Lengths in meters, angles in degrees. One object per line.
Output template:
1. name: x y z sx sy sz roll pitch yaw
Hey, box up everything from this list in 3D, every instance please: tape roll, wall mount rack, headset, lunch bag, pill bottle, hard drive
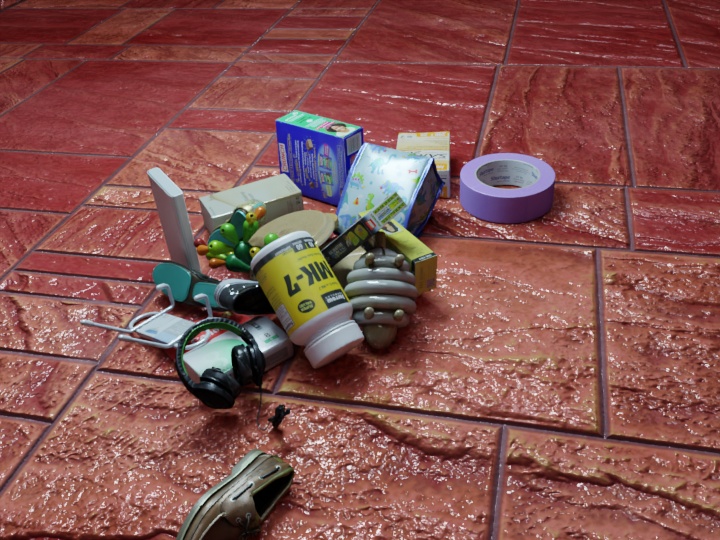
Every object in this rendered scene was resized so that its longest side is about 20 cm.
1. tape roll: 0.314 -0.180 1.556 0.199 0.066 0.200 -4 34 2
2. wall mount rack: -0.354 0.088 1.216 0.199 0.075 0.174 11 32 40
3. headset: -0.186 0.154 1.074 0.200 0.094 0.123 47 60 8
4. lunch bag: 0.054 -0.140 1.482 0.169 0.128 0.201 16 69 27
5. pill bottle: -0.083 0.048 1.166 0.114 0.114 0.200 -25 77 -27
6. hard drive: -0.349 -0.080 1.371 0.026 0.201 0.132 -24 39 -24

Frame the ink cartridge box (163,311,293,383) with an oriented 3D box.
1. ink cartridge box: -0.233 0.116 1.215 0.161 0.050 0.200 -28 43 -30

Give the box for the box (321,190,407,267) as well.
1. box: -0.013 -0.059 1.272 0.110 0.035 0.200 -43 5 -40

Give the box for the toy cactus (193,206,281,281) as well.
1. toy cactus: -0.196 -0.024 1.298 0.199 0.165 0.102 -16 33 33

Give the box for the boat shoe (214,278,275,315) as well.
1. boat shoe: -0.150 0.046 1.240 0.199 0.070 0.066 4 17 -40

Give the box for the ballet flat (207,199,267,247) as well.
1. ballet flat: -0.234 -0.079 1.399 0.070 0.200 0.071 13 62 -26

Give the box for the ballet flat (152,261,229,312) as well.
1. ballet flat: -0.293 0.037 1.316 0.199 0.068 0.068 20 2 33

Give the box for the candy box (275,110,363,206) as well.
1. candy box: -0.089 -0.248 1.608 0.199 0.170 0.077 20 38 31

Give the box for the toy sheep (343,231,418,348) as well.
1. toy sheep: 0.035 0.031 1.208 0.137 0.138 0.201 3 76 11

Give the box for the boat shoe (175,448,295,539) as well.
1. boat shoe: -0.156 0.305 0.914 0.068 0.072 0.200 13 39 25

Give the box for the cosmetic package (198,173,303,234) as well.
1. cosmetic package: -0.231 -0.132 1.545 0.199 0.073 0.104 -19 38 -21

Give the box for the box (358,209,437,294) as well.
1. box: 0.064 -0.038 1.314 0.050 0.076 0.200 -19 37 -24

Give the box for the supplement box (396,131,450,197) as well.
1. supplement box: 0.144 -0.245 1.660 0.125 0.074 0.200 -1 36 7

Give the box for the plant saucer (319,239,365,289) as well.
1. plant saucer: 0.000 0.000 1.361 0.199 0.036 0.201 -3 36 2

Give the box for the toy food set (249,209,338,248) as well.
1. toy food set: -0.140 -0.056 1.414 0.197 0.049 0.200 -15 29 11
